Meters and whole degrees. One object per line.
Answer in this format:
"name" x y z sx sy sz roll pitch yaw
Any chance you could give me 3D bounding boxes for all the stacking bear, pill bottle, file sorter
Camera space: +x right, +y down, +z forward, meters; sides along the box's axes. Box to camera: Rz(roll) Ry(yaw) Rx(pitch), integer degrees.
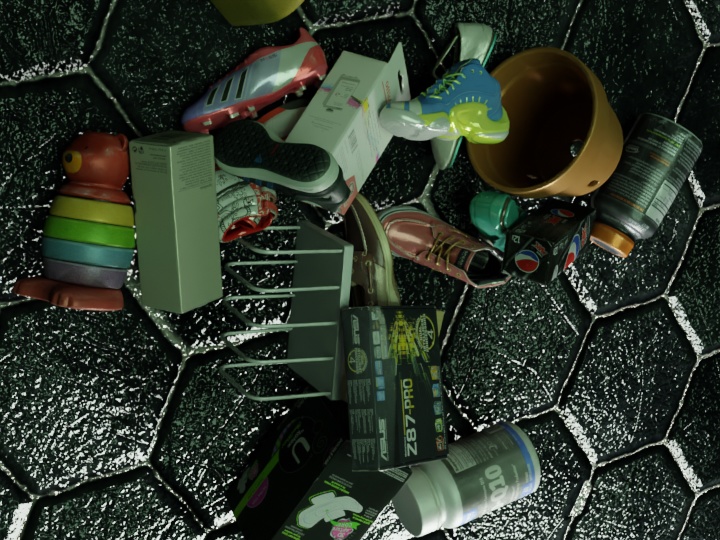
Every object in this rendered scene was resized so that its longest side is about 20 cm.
"stacking bear" -0.312 -0.061 1.443 0.114 0.121 0.200 7 93 -49
"pill bottle" 0.149 0.302 1.808 0.200 0.114 0.114 -19 114 -23
"file sorter" -0.101 0.051 1.577 0.124 0.139 0.200 -3 106 -27
"pill bottle" 0.405 -0.120 1.829 0.106 0.106 0.200 31 89 -33

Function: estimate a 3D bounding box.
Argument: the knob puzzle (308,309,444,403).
"knob puzzle" 0.007 0.130 1.725 0.219 0.030 0.220 -10 110 -27

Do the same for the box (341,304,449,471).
"box" 0.044 0.144 1.570 0.161 0.049 0.200 3 82 -53

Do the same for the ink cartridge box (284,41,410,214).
"ink cartridge box" -0.012 -0.185 1.550 0.200 0.067 0.117 -59 156 -28

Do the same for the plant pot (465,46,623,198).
"plant pot" 0.261 -0.184 1.691 0.140 0.200 0.200 19 96 -50

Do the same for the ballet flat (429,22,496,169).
"ballet flat" 0.119 -0.236 1.663 0.069 0.069 0.200 18 92 -32

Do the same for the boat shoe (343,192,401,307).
"boat shoe" 0.000 0.000 1.646 0.072 0.072 0.200 -17 102 -20

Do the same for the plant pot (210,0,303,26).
"plant pot" -0.098 -0.398 1.403 0.196 0.200 0.194 -48 122 -8

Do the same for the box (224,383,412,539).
"box" -0.058 0.282 1.647 0.124 0.149 0.200 32 100 -33

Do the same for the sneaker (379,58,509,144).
"sneaker" 0.104 -0.217 1.581 0.200 0.076 0.105 3 85 -41

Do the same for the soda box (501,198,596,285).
"soda box" 0.262 -0.042 1.731 0.200 0.071 0.063 -32 134 -58

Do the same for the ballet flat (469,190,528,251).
"ballet flat" 0.192 -0.066 1.737 0.067 0.070 0.200 -70 158 -9

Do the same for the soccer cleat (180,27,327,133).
"soccer cleat" -0.134 -0.228 1.525 0.200 0.067 0.077 -26 85 -14

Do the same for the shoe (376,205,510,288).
"shoe" 0.113 -0.031 1.699 0.200 0.091 0.072 19 95 -32

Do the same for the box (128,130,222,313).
"box" -0.214 -0.058 1.461 0.082 0.068 0.200 -23 117 -53

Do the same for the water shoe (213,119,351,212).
"water shoe" -0.097 -0.114 1.452 0.072 0.200 0.079 -51 137 -15

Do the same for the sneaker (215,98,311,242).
"sneaker" -0.116 -0.116 1.527 0.201 0.108 0.067 -35 162 -11
